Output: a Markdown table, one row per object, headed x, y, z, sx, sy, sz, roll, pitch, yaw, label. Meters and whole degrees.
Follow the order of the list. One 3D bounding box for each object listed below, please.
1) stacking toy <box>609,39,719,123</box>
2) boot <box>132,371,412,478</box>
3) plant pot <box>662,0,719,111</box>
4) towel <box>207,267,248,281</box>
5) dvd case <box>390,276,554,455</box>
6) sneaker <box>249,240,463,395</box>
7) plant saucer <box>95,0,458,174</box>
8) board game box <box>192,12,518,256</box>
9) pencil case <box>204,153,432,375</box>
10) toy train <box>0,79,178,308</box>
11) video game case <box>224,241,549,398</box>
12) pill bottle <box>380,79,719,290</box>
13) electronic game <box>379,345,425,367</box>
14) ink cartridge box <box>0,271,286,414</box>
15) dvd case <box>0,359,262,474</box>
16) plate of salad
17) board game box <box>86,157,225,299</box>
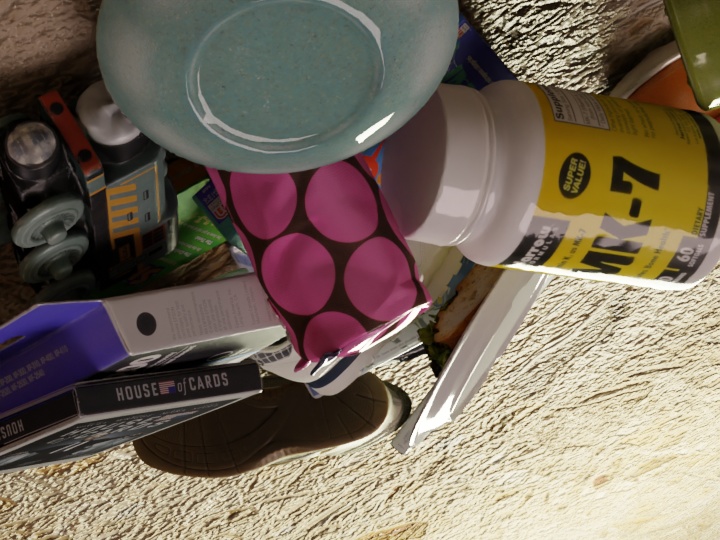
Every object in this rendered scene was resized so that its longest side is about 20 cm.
| x | y | z | sx | sy | sz | roll | pitch | yaw | label |
| --- | --- | --- | --- | --- | --- | --- | --- | --- | --- |
| 0.268 | -0.061 | 1.763 | 0.145 | 0.201 | 0.146 | -22 | 156 | -11 | stacking toy |
| -0.064 | 0.117 | 1.929 | 0.198 | 0.073 | 0.155 | -10 | 175 | 9 | boot |
| 0.280 | -0.188 | 1.557 | 0.192 | 0.202 | 0.200 | -19 | 158 | 9 | plant pot |
| -0.161 | 0.052 | 1.724 | 0.145 | 0.030 | 0.200 | -16 | 163 | -20 | towel |
| 0.104 | 0.048 | 1.953 | 0.143 | 0.018 | 0.200 | -43 | 171 | -46 | dvd case |
| 0.000 | 0.000 | 1.693 | 0.080 | 0.077 | 0.200 | 26 | 115 | -30 | sneaker |
| -0.043 | -0.116 | 1.360 | 0.199 | 0.039 | 0.202 | -5 | 135 | -5 | plant saucer |
| 0.005 | -0.078 | 1.595 | 0.200 | 0.045 | 0.152 | -43 | 155 | 6 | board game box |
| -0.041 | -0.043 | 1.485 | 0.093 | 0.201 | 0.091 | -25 | -179 | 32 | pencil case |
| -0.165 | -0.046 | 1.486 | 0.113 | 0.085 | 0.200 | -30 | 160 | -14 | toy train |
| 0.023 | -0.012 | 1.757 | 0.199 | 0.022 | 0.183 | -27 | 137 | 0 | video game case |
| 0.120 | -0.054 | 1.541 | 0.199 | 0.115 | 0.114 | 7 | 143 | -23 | pill bottle |
| 0.032 | 0.006 | 1.846 | 0.199 | 0.042 | 0.201 | -19 | 148 | -12 | electronic game |
| -0.157 | 0.052 | 1.560 | 0.199 | 0.044 | 0.198 | -8 | 168 | -37 | ink cartridge box |
| -0.179 | 0.098 | 1.585 | 0.150 | 0.025 | 0.199 | -6 | 169 | -45 | dvd case |
| 0.080 | 0.031 | 1.716 | 0.201 | 0.048 | 0.200 | -57 | 171 | -13 | plate of salad |
| -0.114 | -0.038 | 1.622 | 0.199 | 0.030 | 0.096 | -32 | 156 | 3 | board game box |
